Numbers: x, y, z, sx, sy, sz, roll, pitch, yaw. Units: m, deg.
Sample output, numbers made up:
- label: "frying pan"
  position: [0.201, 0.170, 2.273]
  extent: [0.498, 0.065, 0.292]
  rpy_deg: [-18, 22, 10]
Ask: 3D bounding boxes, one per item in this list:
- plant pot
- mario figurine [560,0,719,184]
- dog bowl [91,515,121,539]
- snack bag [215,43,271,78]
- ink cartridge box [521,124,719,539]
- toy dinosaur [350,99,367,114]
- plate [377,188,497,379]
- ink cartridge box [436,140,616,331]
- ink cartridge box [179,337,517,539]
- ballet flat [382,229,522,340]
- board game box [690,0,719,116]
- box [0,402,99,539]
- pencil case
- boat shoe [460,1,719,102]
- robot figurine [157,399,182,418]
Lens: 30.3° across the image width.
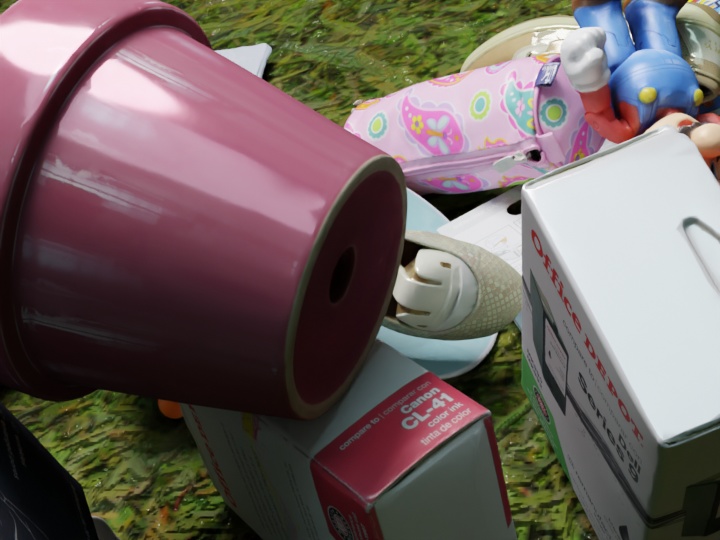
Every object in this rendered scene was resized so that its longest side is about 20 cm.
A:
- label: "plant pot"
  position: [-0.082, -0.018, 0.636]
  extent: [0.177, 0.201, 0.201]
  rpy_deg: [19, 48, 19]
- label: "mario figurine"
  position: [0.196, -0.106, 0.820]
  extent: [0.122, 0.106, 0.202]
  rpy_deg: [-16, 66, 13]
- label: "dog bowl"
  position: [-0.161, 0.225, 0.695]
  extent: [0.198, 0.059, 0.201]
  rpy_deg: [-11, 38, 9]
- label: "snack bag"
  position: [-0.179, -0.139, 1.195]
  extent: [0.198, 0.022, 0.190]
  rpy_deg: [-8, 39, 13]
- label: "ink cartridge box"
  position: [0.142, 0.052, 0.649]
  extent: [0.083, 0.201, 0.147]
  rpy_deg: [-21, 58, -6]
- label: "toy dinosaur"
  position: [-0.073, -0.094, 1.047]
  extent: [0.180, 0.106, 0.200]
  rpy_deg: [-14, 22, -27]
- label: "plate"
  position: [0.000, 0.000, 0.872]
  extent: [0.198, 0.026, 0.201]
  rpy_deg: [21, 38, -17]
- label: "ink cartridge box"
  position: [0.168, -0.004, 0.872]
  extent: [0.161, 0.058, 0.200]
  rpy_deg: [-27, 32, -14]
- label: "ink cartridge box"
  position: [-0.012, 0.104, 0.716]
  extent: [0.085, 0.149, 0.199]
  rpy_deg: [-33, 41, -21]
- label: "ballet flat"
  position: [0.009, 0.005, 0.794]
  extent: [0.198, 0.068, 0.062]
  rpy_deg: [16, 15, -9]
- label: "board game box"
  position: [0.280, -0.150, 1.000]
  extent: [0.199, 0.056, 0.195]
  rpy_deg: [-35, 41, -22]
- label: "box"
  position: [-0.205, 0.136, 0.596]
  extent: [0.123, 0.197, 0.200]
  rpy_deg: [-35, 38, -1]
- label: "pencil case"
  position: [0.077, -0.096, 0.940]
  extent: [0.199, 0.088, 0.088]
  rpy_deg: [-4, 35, 46]
- label: "boat shoe"
  position: [0.159, -0.136, 0.942]
  extent: [0.199, 0.073, 0.064]
  rpy_deg: [-4, 55, 27]
- label: "robot figurine"
  position: [-0.104, 0.003, 0.905]
  extent: [0.142, 0.117, 0.201]
  rpy_deg: [0, 44, 20]
